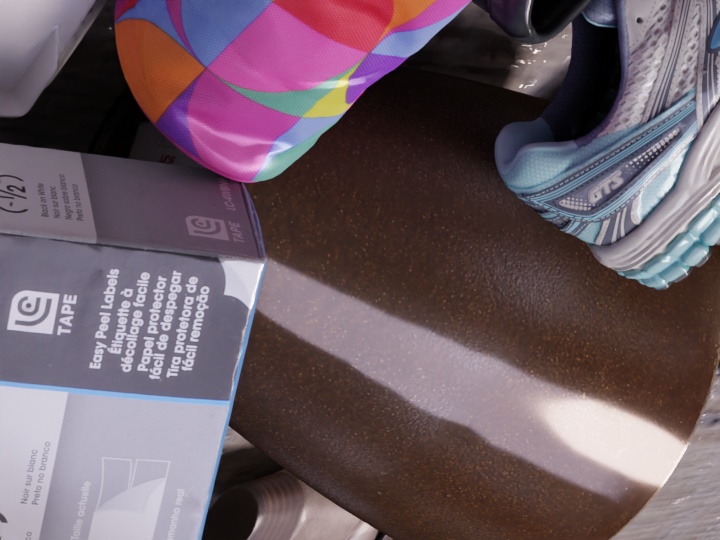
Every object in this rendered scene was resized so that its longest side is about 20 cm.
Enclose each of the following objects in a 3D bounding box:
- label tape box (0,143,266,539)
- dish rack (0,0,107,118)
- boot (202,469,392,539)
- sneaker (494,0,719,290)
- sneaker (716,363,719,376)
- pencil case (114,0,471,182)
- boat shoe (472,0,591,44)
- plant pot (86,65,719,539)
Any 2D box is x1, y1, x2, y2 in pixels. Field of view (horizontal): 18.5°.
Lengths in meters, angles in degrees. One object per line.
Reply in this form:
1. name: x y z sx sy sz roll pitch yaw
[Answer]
1. label tape box: -0.141 0.034 0.676 0.199 0.066 0.144 6 118 -18
2. dish rack: -0.118 -0.112 0.627 0.171 0.044 0.200 2 138 -44
3. boot: -0.056 0.165 1.115 0.200 0.070 0.146 -43 152 23
4. sneaker: 0.114 -0.095 0.727 0.086 0.078 0.201 24 98 -18
5. sneaker: 0.122 0.026 1.046 0.199 0.075 0.081 -12 147 -35
6. pencil case: 0.011 -0.106 0.647 0.088 0.089 0.200 2 151 -45
7. boat shoe: 0.106 -0.144 0.672 0.199 0.066 0.074 -37 151 14
8. plant pot: 0.000 0.000 0.806 0.199 0.188 0.187 23 123 -40
